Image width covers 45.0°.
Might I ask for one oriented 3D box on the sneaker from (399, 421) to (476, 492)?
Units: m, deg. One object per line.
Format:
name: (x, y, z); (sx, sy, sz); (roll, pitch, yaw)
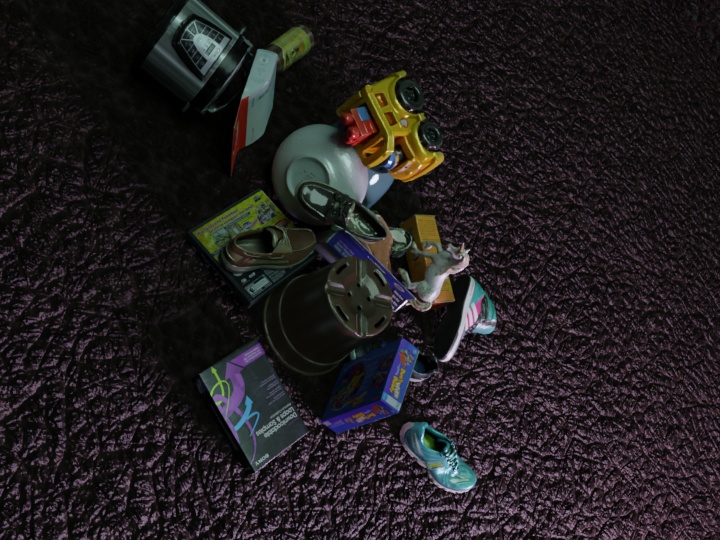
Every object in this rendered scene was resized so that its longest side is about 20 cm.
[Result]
sneaker: (0.163, 0.376, 1.746); (0.200, 0.079, 0.078); (42, 52, -16)

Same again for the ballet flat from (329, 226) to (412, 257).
ballet flat: (0.027, -0.074, 1.841); (0.198, 0.074, 0.075); (5, 68, -35)

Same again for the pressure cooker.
pressure cooker: (-0.306, -0.406, 1.659); (0.199, 0.175, 0.180); (39, 36, -19)

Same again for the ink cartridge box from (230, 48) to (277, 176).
ink cartridge box: (-0.208, -0.302, 1.696); (0.047, 0.161, 0.202); (13, 60, -4)

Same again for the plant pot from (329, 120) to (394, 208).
plant pot: (-0.012, -0.226, 1.813); (0.198, 0.160, 0.204); (15, 63, -31)

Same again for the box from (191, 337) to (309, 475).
box: (-0.194, 0.243, 1.561); (0.142, 0.036, 0.202); (-31, 93, -41)

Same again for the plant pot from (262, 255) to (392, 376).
plant pot: (-0.053, 0.075, 1.632); (0.198, 0.198, 0.203); (15, 62, -31)

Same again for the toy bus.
toy bus: (0.042, -0.261, 1.666); (0.191, 0.135, 0.202); (-27, 89, -45)

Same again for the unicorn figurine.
unicorn figurine: (0.154, -0.005, 1.816); (0.137, 0.202, 0.073); (34, 30, 33)

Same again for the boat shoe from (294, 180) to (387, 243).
boat shoe: (-0.031, -0.113, 1.638); (0.198, 0.065, 0.074); (25, 80, -25)

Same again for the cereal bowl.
cereal bowl: (-0.088, -0.183, 1.705); (0.202, 0.199, 0.083); (57, 21, -2)

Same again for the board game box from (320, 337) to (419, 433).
board game box: (0.016, 0.217, 1.622); (0.045, 0.199, 0.136); (36, 54, -19)

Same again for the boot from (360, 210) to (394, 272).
boot: (0.046, -0.033, 1.792); (0.075, 0.074, 0.201); (-32, 122, -7)

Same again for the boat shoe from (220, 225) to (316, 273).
boat shoe: (-0.161, -0.046, 1.612); (0.198, 0.072, 0.076); (-16, 67, -36)

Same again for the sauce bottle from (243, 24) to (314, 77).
sauce bottle: (-0.175, -0.456, 1.852); (0.065, 0.064, 0.200); (49, 52, -10)

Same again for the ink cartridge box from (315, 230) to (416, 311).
ink cartridge box: (0.000, 0.000, 1.709); (0.199, 0.200, 0.041); (44, 79, -13)

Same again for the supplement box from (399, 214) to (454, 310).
supplement box: (0.145, -0.019, 1.907); (0.068, 0.066, 0.203); (-3, 74, -38)

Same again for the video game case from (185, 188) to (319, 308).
video game case: (-0.202, -0.047, 1.655); (0.181, 0.026, 0.199); (47, 50, 7)

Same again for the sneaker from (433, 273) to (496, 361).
sneaker: (0.236, 0.124, 1.910); (0.120, 0.083, 0.202); (33, 69, -31)

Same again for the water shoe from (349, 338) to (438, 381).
water shoe: (0.070, 0.173, 1.761); (0.198, 0.079, 0.073); (15, 62, -32)
